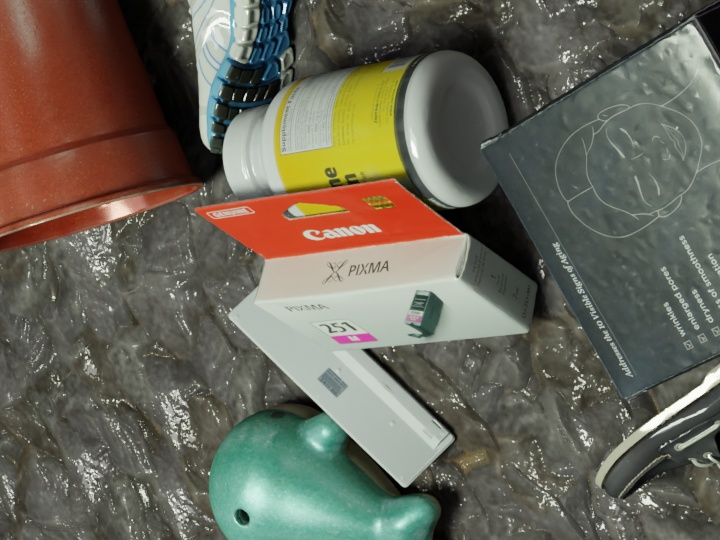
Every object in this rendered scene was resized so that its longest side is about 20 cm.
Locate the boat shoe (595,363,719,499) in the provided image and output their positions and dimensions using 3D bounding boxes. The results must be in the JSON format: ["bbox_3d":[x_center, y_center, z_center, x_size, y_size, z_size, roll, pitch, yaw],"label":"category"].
[{"bbox_3d":[0.240,0.112,1.592,0.063,0.073,0.200,54,127,12],"label":"boat shoe"}]

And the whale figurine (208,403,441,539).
[{"bbox_3d":[-0.034,0.187,1.819,0.200,0.104,0.159,22,120,30],"label":"whale figurine"}]

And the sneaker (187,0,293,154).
[{"bbox_3d":[-0.099,-0.188,1.747,0.087,0.075,0.200,27,116,36],"label":"sneaker"}]

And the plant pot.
[{"bbox_3d":[-0.245,-0.131,1.810,0.201,0.201,0.195,-17,88,42],"label":"plant pot"}]

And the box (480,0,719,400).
[{"bbox_3d":[0.220,-0.051,1.504,0.197,0.124,0.200,-30,89,41],"label":"box"}]

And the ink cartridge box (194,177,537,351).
[{"bbox_3d":[0.000,0.000,1.684,0.200,0.174,0.044,-7,61,40],"label":"ink cartridge box"}]

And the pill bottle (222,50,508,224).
[{"bbox_3d":[0.000,-0.091,1.671,0.200,0.112,0.112,-7,104,40],"label":"pill bottle"}]

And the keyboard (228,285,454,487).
[{"bbox_3d":[-0.016,0.082,1.800,0.056,0.011,0.200,-45,73,-5],"label":"keyboard"}]
